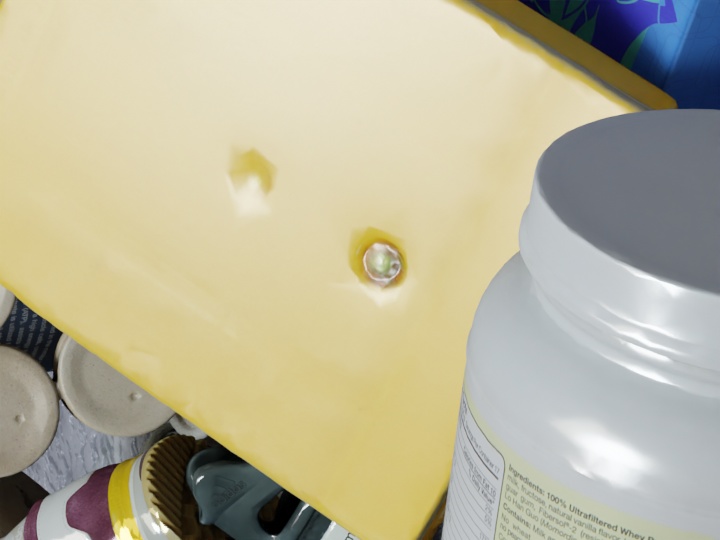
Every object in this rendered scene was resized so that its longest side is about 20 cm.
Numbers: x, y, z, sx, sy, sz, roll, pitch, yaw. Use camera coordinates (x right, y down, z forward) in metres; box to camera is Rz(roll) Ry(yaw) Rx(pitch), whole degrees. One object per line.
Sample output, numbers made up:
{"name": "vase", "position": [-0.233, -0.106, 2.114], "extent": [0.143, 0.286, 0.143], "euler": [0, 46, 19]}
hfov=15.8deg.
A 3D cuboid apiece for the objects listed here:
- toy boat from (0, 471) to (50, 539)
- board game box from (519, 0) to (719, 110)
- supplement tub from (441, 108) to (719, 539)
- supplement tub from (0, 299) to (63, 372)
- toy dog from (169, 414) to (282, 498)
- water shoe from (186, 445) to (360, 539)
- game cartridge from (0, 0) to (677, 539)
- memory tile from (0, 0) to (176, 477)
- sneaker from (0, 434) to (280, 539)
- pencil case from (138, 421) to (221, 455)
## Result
{"name": "toy boat", "position": [-0.169, 0.146, 1.018], "extent": [0.131, 0.130, 0.200], "euler": [-48, 29, 0]}
{"name": "board game box", "position": [0.084, -0.148, 0.769], "extent": [0.152, 0.045, 0.200], "euler": [54, 141, 38]}
{"name": "supplement tub", "position": [0.095, 0.071, 0.716], "extent": [0.145, 0.145, 0.200], "euler": [40, 132, 48]}
{"name": "supplement tub", "position": [-0.151, -0.025, 1.055], "extent": [0.140, 0.200, 0.141], "euler": [25, 120, 55]}
{"name": "toy dog", "position": [-0.015, 0.003, 0.967], "extent": [0.132, 0.096, 0.200], "euler": [49, 152, 37]}
{"name": "water shoe", "position": [0.000, 0.000, 0.862], "extent": [0.071, 0.079, 0.200], "euler": [-168, 96, -80]}
{"name": "game cartridge", "position": [-0.027, -0.032, 0.798], "extent": [0.200, 0.032, 0.176], "euler": [35, 119, 12]}
{"name": "memory tile", "position": [-0.158, -0.020, 0.947], "extent": [0.017, 0.153, 0.200], "euler": [-143, 36, -81]}
{"name": "sneaker", "position": [-0.047, 0.135, 0.950], "extent": [0.090, 0.200, 0.075], "euler": [-24, 38, 24]}
{"name": "pencil case", "position": [-0.067, 0.152, 1.086], "extent": [0.089, 0.078, 0.200], "euler": [51, 139, 43]}
